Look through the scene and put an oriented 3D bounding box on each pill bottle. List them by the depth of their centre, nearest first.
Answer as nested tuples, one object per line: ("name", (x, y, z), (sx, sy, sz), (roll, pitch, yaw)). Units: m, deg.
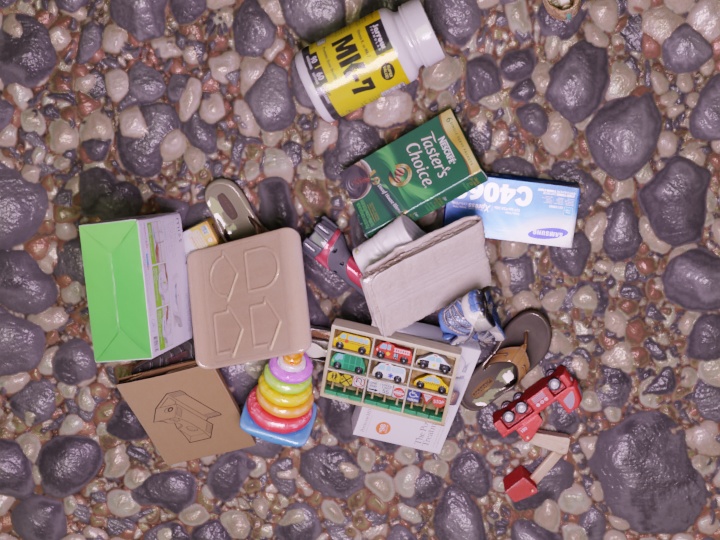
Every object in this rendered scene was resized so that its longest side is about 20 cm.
("pill bottle", (0.015, -0.308, 1.539), (0.199, 0.114, 0.115), (-26, 101, 10))

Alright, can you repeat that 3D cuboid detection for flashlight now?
("flashlight", (0.000, 0.000, 1.646), (0.199, 0.068, 0.068), (38, 93, -5))

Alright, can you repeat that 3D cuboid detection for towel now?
("towel", (0.097, 0.009, 1.547), (0.199, 0.035, 0.133), (-25, 134, -9))

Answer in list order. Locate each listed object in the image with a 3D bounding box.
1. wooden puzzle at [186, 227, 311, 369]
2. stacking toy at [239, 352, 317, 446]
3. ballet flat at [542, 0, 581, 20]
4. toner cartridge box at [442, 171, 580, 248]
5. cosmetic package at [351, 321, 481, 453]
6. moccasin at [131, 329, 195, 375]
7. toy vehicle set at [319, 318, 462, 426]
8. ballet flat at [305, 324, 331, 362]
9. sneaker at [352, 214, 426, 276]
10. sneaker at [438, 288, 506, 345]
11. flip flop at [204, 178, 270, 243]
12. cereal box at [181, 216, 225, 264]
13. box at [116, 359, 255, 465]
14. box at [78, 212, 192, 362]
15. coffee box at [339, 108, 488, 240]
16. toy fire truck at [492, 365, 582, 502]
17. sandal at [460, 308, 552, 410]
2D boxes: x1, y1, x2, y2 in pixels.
("wooden puzzle", (-0.165, 0.045, 1.601), (0.199, 0.046, 0.187), (-12, 80, 27))
("stacking toy", (-0.114, 0.164, 1.645), (0.115, 0.110, 0.201), (15, 127, 1))
("ballet flat", (0.270, -0.453, 1.503), (0.070, 0.065, 0.201), (-22, 102, 10))
("toner cartridge box", (0.228, -0.096, 1.613), (0.198, 0.043, 0.096), (6, 106, 3))
("cosmetic package", (0.085, 0.181, 1.668), (0.149, 0.052, 0.201), (15, 114, -9))
("moccasin", (-0.271, 0.141, 1.707), (0.201, 0.078, 0.074), (-32, 85, 16))
("toy vehicle set", (0.045, 0.154, 1.605), (0.198, 0.027, 0.125), (13, 113, 7))
("ballet flat", (-0.031, 0.128, 1.683), (0.198, 0.064, 0.068), (11, 106, 2))
("sneaker", (0.067, -0.001, 1.609), (0.115, 0.074, 0.200), (-30, 136, 18))
("sneaker", (0.162, 0.074, 1.594), (0.085, 0.200, 0.078), (-21, 72, 13))
("flip flop", (-0.176, -0.053, 1.651), (0.081, 0.058, 0.201), (-31, 100, 12))
("cereal box", (-0.293, 0.022, 1.690), (0.199, 0.040, 0.145), (-26, 100, 11))
("box", (-0.278, 0.230, 1.711), (0.162, 0.021, 0.201), (-14, 129, 9))
("box", (-0.327, 0.020, 1.579), (0.096, 0.176, 0.202), (-4, 97, 10))
("coffee box", (0.077, -0.142, 1.583), (0.199, 0.044, 0.124), (-27, 63, 12))
("toy fire truck", (0.287, 0.261, 1.699), (0.199, 0.049, 0.141), (-37, 99, 12))
("sandal", (0.227, 0.149, 1.671), (0.082, 0.055, 0.200), (43, 104, -7))
